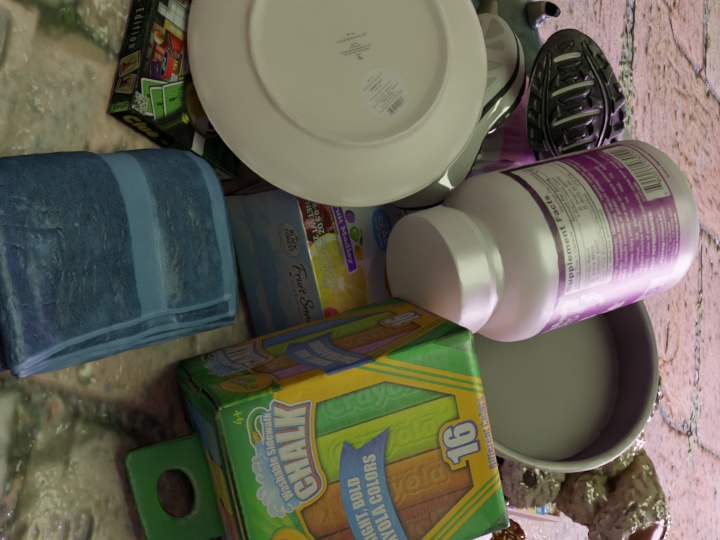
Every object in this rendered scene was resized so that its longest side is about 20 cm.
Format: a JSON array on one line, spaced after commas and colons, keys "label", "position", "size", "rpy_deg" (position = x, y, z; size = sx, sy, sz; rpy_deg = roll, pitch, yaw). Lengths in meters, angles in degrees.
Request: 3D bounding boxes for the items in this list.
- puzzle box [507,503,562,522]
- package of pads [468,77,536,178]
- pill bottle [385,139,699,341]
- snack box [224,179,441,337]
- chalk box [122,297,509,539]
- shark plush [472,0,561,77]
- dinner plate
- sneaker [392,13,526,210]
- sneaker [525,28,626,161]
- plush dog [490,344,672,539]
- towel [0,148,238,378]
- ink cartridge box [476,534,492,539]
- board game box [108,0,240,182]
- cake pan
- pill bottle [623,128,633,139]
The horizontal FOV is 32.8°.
[{"label": "puzzle box", "position": [0.155, 0.127, 1.140], "size": [0.133, 0.025, 0.202], "rpy_deg": [24, 67, -53]}, {"label": "package of pads", "position": [0.131, -0.049, 0.997], "size": [0.121, 0.075, 0.201], "rpy_deg": [-76, 148, -44]}, {"label": "pill bottle", "position": [0.120, -0.016, 0.815], "size": [0.198, 0.112, 0.113], "rpy_deg": [-15, 100, -30]}, {"label": "snack box", "position": [0.000, 0.000, 0.873], "size": [0.200, 0.067, 0.170], "rpy_deg": [-32, 112, -56]}, {"label": "chalk box", "position": [-0.034, 0.108, 0.717], "size": [0.198, 0.124, 0.126], "rpy_deg": [-17, 103, -17]}, {"label": "shark plush", "position": [0.131, -0.204, 1.028], "size": [0.090, 0.083, 0.201], "rpy_deg": [20, 42, -37]}, {"label": "dinner plate", "position": [-0.009, -0.140, 0.766], "size": [0.198, 0.024, 0.202], "rpy_deg": [3, 80, -17]}, {"label": "sneaker", "position": [0.056, -0.148, 0.857], "size": [0.116, 0.075, 0.201], "rpy_deg": [63, 39, -35]}, {"label": "sneaker", "position": [0.166, -0.100, 0.927], "size": [0.080, 0.073, 0.201], "rpy_deg": [-93, 166, -46]}, {"label": "plush dog", "position": [0.149, 0.140, 1.012], "size": [0.161, 0.170, 0.202], "rpy_deg": [-114, -166, -67]}, {"label": "towel", "position": [-0.140, -0.010, 0.671], "size": [0.199, 0.048, 0.113], "rpy_deg": [-12, 96, -57]}, {"label": "ink cartridge box", "position": [-0.011, 0.186, 0.789], "size": [0.200, 0.115, 0.067], "rpy_deg": [-31, 113, -54]}, {"label": "board game box", "position": [-0.100, -0.169, 0.780], "size": [0.105, 0.023, 0.202], "rpy_deg": [34, 59, -53]}, {"label": "cake pan", "position": [0.121, 0.050, 0.873], "size": [0.198, 0.037, 0.202], "rpy_deg": [11, 62, -21]}, {"label": "pill bottle", "position": [0.228, -0.079, 1.200], "size": [0.201, 0.110, 0.112], "rpy_deg": [57, 42, -37]}]
